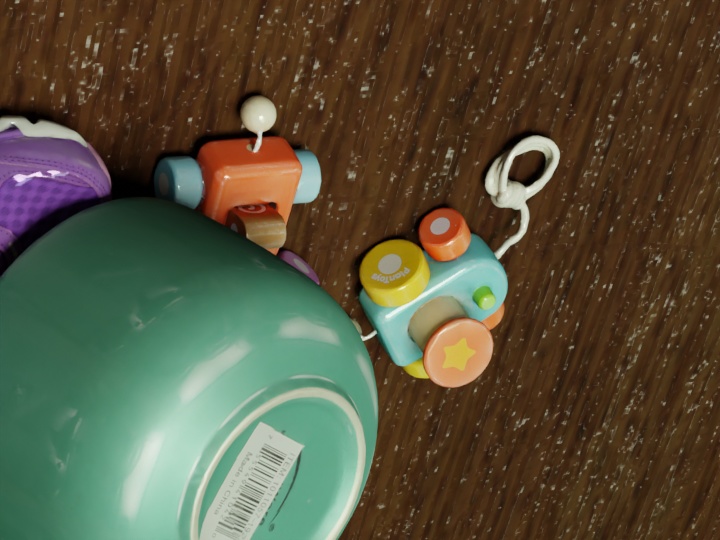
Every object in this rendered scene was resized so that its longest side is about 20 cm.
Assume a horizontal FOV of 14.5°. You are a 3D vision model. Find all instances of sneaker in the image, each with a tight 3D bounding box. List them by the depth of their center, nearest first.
[{"bbox_3d":[-0.181,0.014,1.078,0.199,0.089,0.081,-25,137,-12],"label":"sneaker"}]

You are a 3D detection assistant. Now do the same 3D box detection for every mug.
[{"bbox_3d":[-0.066,0.076,1.091,0.152,0.114,0.186,-28,129,-33],"label":"mug"}]

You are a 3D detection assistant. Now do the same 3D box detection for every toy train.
[{"bbox_3d":[0.000,0.000,1.207,0.199,0.056,0.151,-1,130,-31],"label":"toy train"}]
